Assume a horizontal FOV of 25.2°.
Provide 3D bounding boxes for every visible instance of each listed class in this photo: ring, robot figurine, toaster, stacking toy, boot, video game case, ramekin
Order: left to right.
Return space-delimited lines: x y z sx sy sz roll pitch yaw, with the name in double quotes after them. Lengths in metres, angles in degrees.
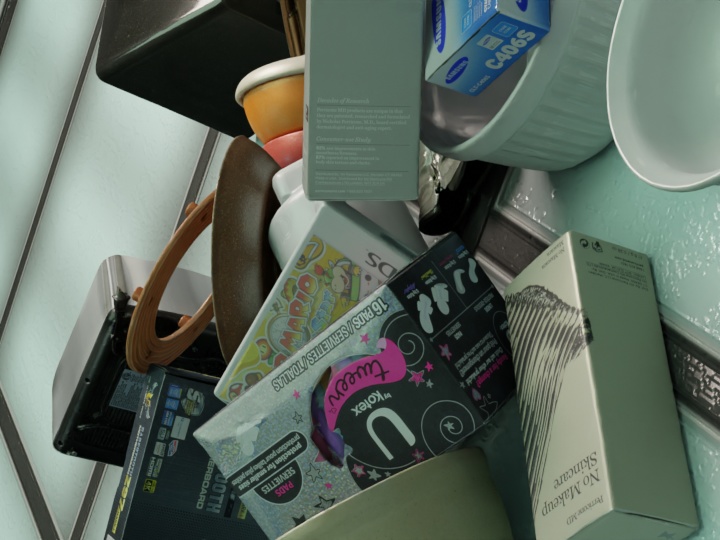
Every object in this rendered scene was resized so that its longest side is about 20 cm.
-0.193 0.093 1.570 0.201 0.179 0.119 -64 26 23 "toaster"
-0.146 0.001 1.408 0.201 0.019 0.201 -55 -14 -20 "ring"
-0.032 -0.082 1.428 0.146 0.145 0.203 -22 72 59 "stacking toy"
0.000 0.000 1.270 0.112 0.170 0.201 -29 65 3 "robot figurine"
0.005 0.071 1.199 0.201 0.181 0.023 -58 -5 31 "video game case"
0.085 -0.135 1.276 0.131 0.067 0.201 -113 37 -46 "boot"
0.126 -0.167 1.146 0.200 0.104 0.202 -40 43 51 "ramekin"

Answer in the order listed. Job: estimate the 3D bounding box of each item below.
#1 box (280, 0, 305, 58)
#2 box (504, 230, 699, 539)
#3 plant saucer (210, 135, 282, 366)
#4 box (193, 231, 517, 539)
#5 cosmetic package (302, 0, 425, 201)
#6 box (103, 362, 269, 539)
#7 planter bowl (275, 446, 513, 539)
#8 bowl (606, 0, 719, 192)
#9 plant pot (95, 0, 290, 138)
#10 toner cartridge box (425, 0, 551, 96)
-0.021 -0.308 1.461 0.164 0.021 0.201 79 -146 -66 "box"
0.147 0.082 1.008 0.082 0.068 0.202 -47 37 43 "box"
-0.082 -0.011 1.341 0.200 0.036 0.203 0 -90 -81 "plant saucer"
0.007 0.088 1.110 0.200 0.115 0.132 -39 -2 30 "box"
0.001 -0.155 1.124 0.107 0.089 0.203 -105 13 -79 "cosmetic package"
-0.133 0.197 1.418 0.051 0.156 0.202 14 88 64 "box"
0.024 0.225 1.069 0.200 0.199 0.136 -45 67 46 "planter bowl"
0.235 -0.132 0.919 0.201 0.090 0.203 -42 40 49 "bowl"
-0.132 -0.279 1.657 0.177 0.198 0.202 -19 59 46 "plant pot"
0.085 -0.230 1.093 0.095 0.043 0.202 -40 42 54 "toner cartridge box"
